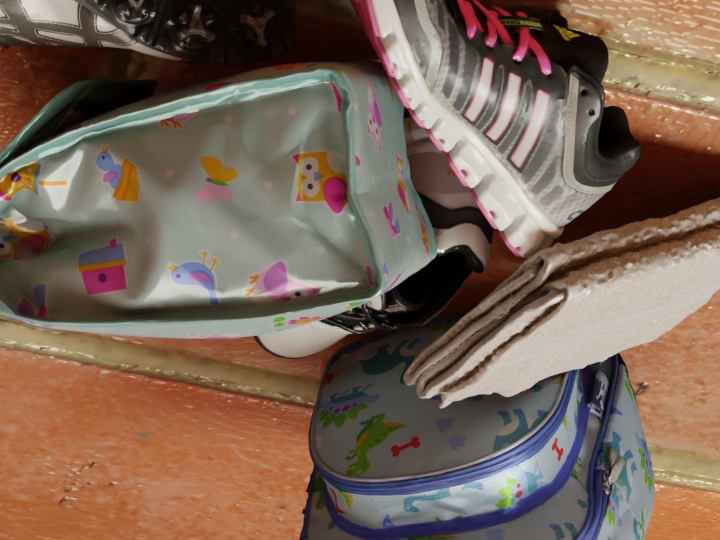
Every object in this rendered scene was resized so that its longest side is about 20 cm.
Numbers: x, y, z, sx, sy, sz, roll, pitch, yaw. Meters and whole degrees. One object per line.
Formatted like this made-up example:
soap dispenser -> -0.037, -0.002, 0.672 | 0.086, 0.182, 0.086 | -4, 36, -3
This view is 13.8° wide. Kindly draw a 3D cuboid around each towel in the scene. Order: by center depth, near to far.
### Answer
towel -> 0.123, 0.012, 1.451 | 0.199, 0.035, 0.132 | -17, 164, -40

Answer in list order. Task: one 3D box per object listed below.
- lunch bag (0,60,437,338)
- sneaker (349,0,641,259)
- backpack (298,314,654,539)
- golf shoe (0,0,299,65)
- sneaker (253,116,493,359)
lunch bag -> -0.080, -0.028, 1.322 | 0.199, 0.123, 0.170 | -10, -177, 11
sneaker -> 0.062, -0.093, 1.329 | 0.087, 0.074, 0.200 | -32, 128, 7
backpack -> 0.053, 0.122, 1.547 | 0.182, 0.201, 0.147 | -10, 128, 16
golf shoe -> -0.124, -0.130, 1.274 | 0.199, 0.078, 0.094 | 13, 167, -25
sneaker -> 0.000, 0.000, 1.465 | 0.073, 0.080, 0.200 | 13, 147, -25
